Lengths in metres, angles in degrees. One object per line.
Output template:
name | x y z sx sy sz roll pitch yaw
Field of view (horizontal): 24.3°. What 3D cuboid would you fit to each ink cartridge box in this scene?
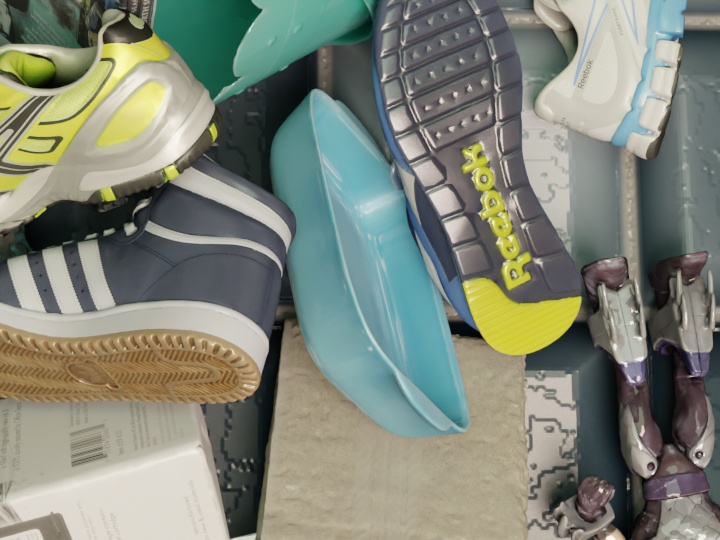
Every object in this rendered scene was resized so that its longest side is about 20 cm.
ink cartridge box | -0.169 0.111 0.797 0.200 0.116 0.067 -15 114 -4

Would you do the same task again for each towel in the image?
towel | 0.018 0.107 0.816 0.132 0.034 0.200 7 46 -3

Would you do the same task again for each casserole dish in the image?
casserole dish | 0.000 0.000 0.824 0.039 0.121 0.200 -26 48 17

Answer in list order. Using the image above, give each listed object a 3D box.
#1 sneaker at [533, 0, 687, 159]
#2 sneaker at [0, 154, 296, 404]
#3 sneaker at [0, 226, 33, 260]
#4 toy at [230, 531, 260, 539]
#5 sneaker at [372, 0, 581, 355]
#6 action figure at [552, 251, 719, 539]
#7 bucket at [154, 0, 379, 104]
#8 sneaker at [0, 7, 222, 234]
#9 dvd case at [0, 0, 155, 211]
sneaker | 0.139 -0.165 0.905 0.087 0.075 0.200 12 77 7
sneaker | -0.123 0.001 0.783 0.200 0.070 0.109 2 55 23
sneaker | -0.207 -0.038 0.864 0.200 0.078 0.086 43 76 8
toy | -0.049 0.232 0.820 0.115 0.047 0.200 -12 82 -11
sneaker | 0.047 -0.057 0.839 0.074 0.082 0.200 -18 105 -10
action figure | 0.156 0.093 0.847 0.130 0.069 0.200 -6 82 -13
bucket | -0.070 -0.186 0.830 0.135 0.207 0.207 -26 78 -34
sneaker | -0.164 -0.064 0.772 0.200 0.075 0.076 -19 118 15
dvd case | -0.152 -0.145 0.812 0.022 0.200 0.146 -26 57 -36
